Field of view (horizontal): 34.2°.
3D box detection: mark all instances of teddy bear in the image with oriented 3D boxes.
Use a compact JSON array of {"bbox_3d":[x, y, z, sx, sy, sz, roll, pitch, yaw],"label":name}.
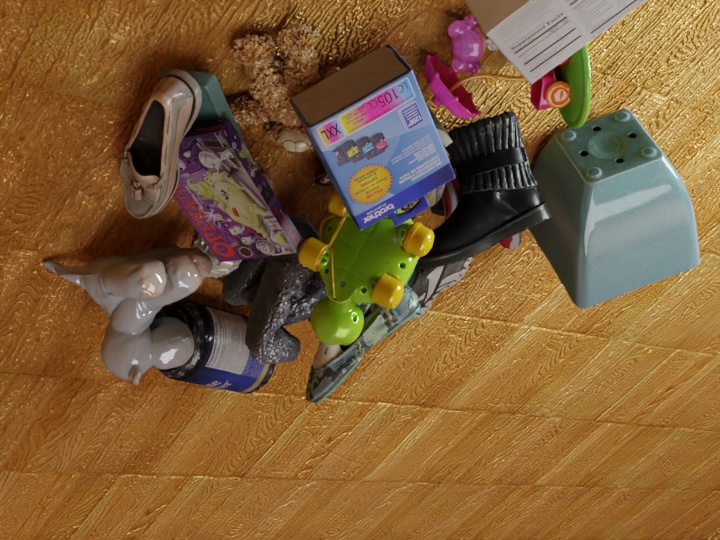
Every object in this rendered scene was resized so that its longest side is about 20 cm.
[{"bbox_3d":[-0.084,-0.204,1.360,0.144,0.067,0.201,-8,142,-17],"label":"teddy bear"}]

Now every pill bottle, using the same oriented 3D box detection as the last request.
[{"bbox_3d":[-0.223,0.106,1.655,0.199,0.112,0.112,18,129,-44],"label":"pill bottle"}]

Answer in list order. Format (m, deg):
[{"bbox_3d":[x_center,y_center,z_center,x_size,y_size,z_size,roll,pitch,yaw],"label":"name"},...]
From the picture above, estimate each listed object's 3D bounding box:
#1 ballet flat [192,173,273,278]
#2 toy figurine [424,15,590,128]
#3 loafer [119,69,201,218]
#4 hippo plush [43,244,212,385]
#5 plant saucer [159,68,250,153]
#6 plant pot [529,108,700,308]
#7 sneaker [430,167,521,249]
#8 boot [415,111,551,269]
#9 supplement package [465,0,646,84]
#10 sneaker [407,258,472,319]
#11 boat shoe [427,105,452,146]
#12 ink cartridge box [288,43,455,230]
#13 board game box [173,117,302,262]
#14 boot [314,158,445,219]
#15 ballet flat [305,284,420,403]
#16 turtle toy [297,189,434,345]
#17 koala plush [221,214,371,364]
[{"bbox_3d":[-0.171,-0.046,1.523,0.071,0.072,0.201,1,139,-31],"label":"ballet flat"},{"bbox_3d":[0.168,-0.257,1.404,0.182,0.151,0.201,-8,122,-5],"label":"toy figurine"},{"bbox_3d":[-0.238,-0.134,1.317,0.063,0.072,0.201,-47,168,-52],"label":"loafer"},{"bbox_3d":[-0.277,0.062,1.476,0.198,0.159,0.162,-9,101,-25],"label":"hippo plush"},{"bbox_3d":[-0.175,-0.162,1.375,0.069,0.019,0.200,9,151,18],"label":"plant saucer"},{"bbox_3d":[0.353,-0.106,1.649,0.194,0.197,0.201,-19,138,-5],"label":"plant pot"},{"bbox_3d":[0.160,-0.083,1.662,0.112,0.071,0.201,-28,138,-1],"label":"sneaker"},{"bbox_3d":[0.135,-0.104,1.538,0.210,0.159,0.079,-25,-175,-9],"label":"boot"},{"bbox_3d":[0.177,-0.331,1.224,0.155,0.201,0.111,-35,144,17],"label":"supplement package"},{"bbox_3d":[0.095,0.002,1.742,0.090,0.067,0.200,4,139,-38],"label":"sneaker"},{"bbox_3d":[0.050,-0.193,1.448,0.060,0.072,0.201,-36,147,11],"label":"boat shoe"},{"bbox_3d":[0.022,-0.142,1.363,0.136,0.077,0.201,-29,134,-1],"label":"ink cartridge box"},{"bbox_3d":[-0.165,-0.092,1.404,0.119,0.032,0.201,-3,136,31],"label":"board game box"},{"bbox_3d":[0.012,-0.115,1.522,0.149,0.074,0.200,17,167,-17],"label":"boot"},{"bbox_3d":[-0.013,0.085,1.527,0.200,0.074,0.074,-44,145,-2],"label":"ballet flat"},{"bbox_3d":[0.000,0.000,1.463,0.201,0.145,0.101,-60,163,-10],"label":"turtle toy"},{"bbox_3d":[-0.054,0.019,1.594,0.199,0.178,0.185,10,124,-33],"label":"koala plush"}]
